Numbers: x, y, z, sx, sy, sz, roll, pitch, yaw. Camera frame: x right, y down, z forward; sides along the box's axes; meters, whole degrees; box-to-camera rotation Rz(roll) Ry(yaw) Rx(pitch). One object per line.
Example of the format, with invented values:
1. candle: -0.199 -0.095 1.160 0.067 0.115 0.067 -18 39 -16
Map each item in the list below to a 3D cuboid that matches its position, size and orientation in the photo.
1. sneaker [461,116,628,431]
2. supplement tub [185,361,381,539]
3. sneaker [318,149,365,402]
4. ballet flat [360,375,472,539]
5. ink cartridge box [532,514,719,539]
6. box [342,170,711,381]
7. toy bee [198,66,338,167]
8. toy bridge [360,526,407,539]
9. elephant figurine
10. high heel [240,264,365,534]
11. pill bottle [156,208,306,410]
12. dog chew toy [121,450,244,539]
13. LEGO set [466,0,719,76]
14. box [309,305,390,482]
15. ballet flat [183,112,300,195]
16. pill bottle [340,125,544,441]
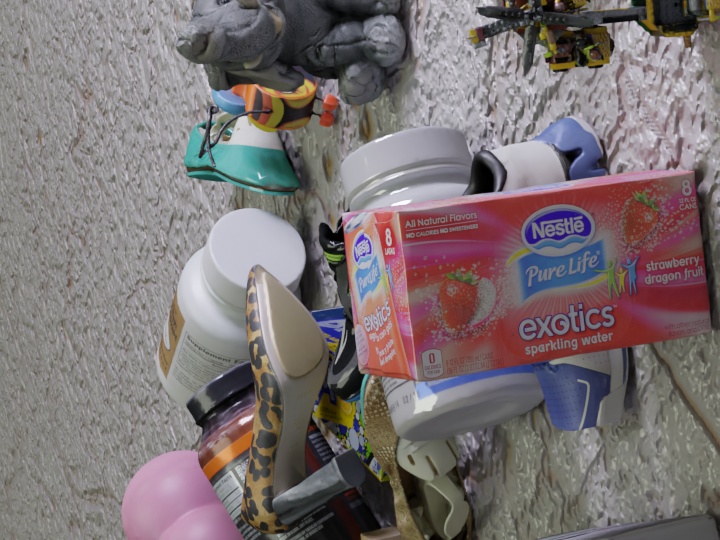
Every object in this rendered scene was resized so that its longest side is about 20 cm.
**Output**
1. sneaker: 0.102 0.006 1.310 0.080 0.114 0.202 180 82 -68
2. supplement tub: -0.068 0.179 1.718 0.201 0.106 0.107 58 152 9
3. sneaker: 0.000 0.000 1.541 0.071 0.082 0.202 26 107 63
4. ballet flat: 0.051 0.143 1.506 0.065 0.070 0.201 34 156 37
5. ink cartridge box: 0.159 0.241 1.295 0.200 0.083 0.146 154 106 -67
6. box: 0.099 0.001 1.205 0.095 0.198 0.104 180 83 -68
7. toy bee: -0.073 -0.154 1.713 0.131 0.108 0.202 111 169 -63
8. toy bridge: 0.045 0.303 1.606 0.027 0.067 0.202 -173 75 -66
9. elephant figurine: -0.076 -0.194 1.550 0.155 0.198 0.143 120 136 -56
10. high heel: -0.082 0.109 1.628 0.142 0.071 0.202 -34 73 43
11. pill bottle: -0.115 0.038 1.831 0.201 0.113 0.115 114 141 -52
12. dog chew toy: -0.157 0.276 2.020 0.200 0.124 0.125 51 143 36
13. LEGO set: 0.135 -0.207 1.110 0.116 0.152 0.202 -131 43 -79
14. box: 0.003 0.095 1.639 0.200 0.064 0.071 -143 49 -58
15. ballet flat: -0.110 -0.111 1.838 0.200 0.067 0.071 16 98 63
16. pill bottle: 0.054 0.009 1.424 0.114 0.113 0.202 134 124 -62
